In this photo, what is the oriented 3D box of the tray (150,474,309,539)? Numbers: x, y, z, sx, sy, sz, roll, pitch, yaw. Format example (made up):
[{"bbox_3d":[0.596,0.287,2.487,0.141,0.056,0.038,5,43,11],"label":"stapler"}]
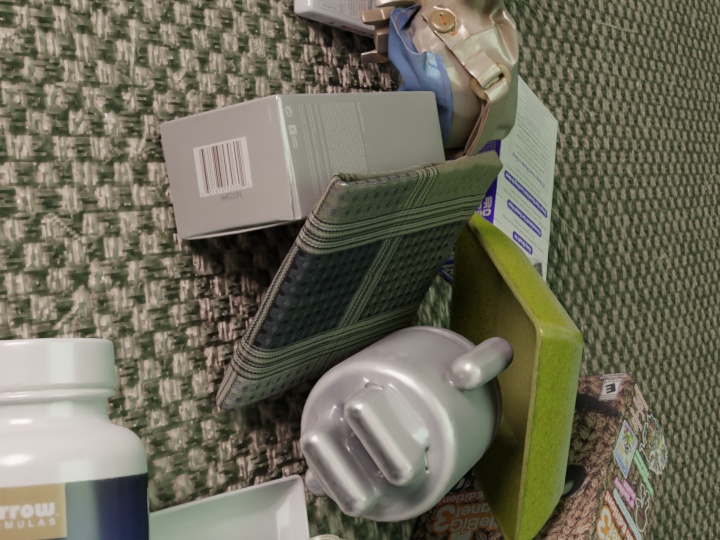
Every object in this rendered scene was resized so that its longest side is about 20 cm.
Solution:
[{"bbox_3d":[-0.098,0.197,0.745,0.200,0.022,0.108,-1,85,-56],"label":"tray"}]

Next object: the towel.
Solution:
[{"bbox_3d":[0.000,0.000,0.818,0.200,0.035,0.193,-14,139,-53],"label":"towel"}]

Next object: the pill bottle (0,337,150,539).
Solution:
[{"bbox_3d":[-0.160,0.136,0.586,0.111,0.111,0.200,5,79,-55],"label":"pill bottle"}]

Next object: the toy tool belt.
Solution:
[{"bbox_3d":[0.055,-0.167,0.910,0.200,0.123,0.125,80,-9,-58],"label":"toy tool belt"}]

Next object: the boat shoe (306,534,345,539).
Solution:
[{"bbox_3d":[-0.065,0.201,0.709,0.200,0.072,0.062,-24,105,-52],"label":"boat shoe"}]

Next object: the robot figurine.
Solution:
[{"bbox_3d":[0.033,0.103,0.829,0.113,0.169,0.200,58,23,4],"label":"robot figurine"}]

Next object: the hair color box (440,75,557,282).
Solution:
[{"bbox_3d":[0.129,-0.074,1.098,0.109,0.065,0.200,37,53,-47],"label":"hair color box"}]

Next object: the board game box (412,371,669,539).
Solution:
[{"bbox_3d":[0.151,0.195,0.989,0.097,0.159,0.200,57,41,-30],"label":"board game box"}]

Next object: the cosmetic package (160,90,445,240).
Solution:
[{"bbox_3d":[-0.032,-0.077,0.826,0.200,0.107,0.090,-9,90,-54],"label":"cosmetic package"}]

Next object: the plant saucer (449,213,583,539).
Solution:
[{"bbox_3d":[0.118,0.077,0.909,0.200,0.048,0.200,-114,-157,-59],"label":"plant saucer"}]

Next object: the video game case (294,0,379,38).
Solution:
[{"bbox_3d":[0.024,-0.290,0.976,0.182,0.023,0.200,7,85,-44],"label":"video game case"}]
